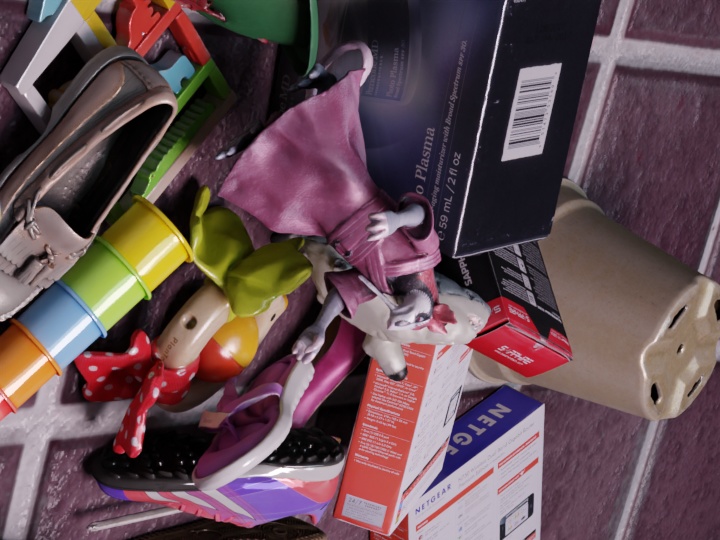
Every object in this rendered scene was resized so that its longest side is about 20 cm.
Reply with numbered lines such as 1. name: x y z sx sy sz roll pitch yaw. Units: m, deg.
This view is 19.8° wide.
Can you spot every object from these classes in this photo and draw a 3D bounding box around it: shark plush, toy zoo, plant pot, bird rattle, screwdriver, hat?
1. shark plush: 0.000 0.000 1.543 0.083 0.199 0.091 -52 167 -40
2. toy zoo: -0.164 -0.131 1.373 0.132 0.020 0.200 -52 143 -17
3. plant pot: 0.218 0.041 1.838 0.200 0.183 0.202 -30 133 -39
4. bird rattle: -0.110 0.053 1.493 0.201 0.112 0.163 -59 161 -4
5. screwdriver: -0.135 0.186 1.579 0.199 0.028 0.029 -13 88 -52
6. hat: -0.131 -0.197 1.332 0.174 0.167 0.201 -15 148 -11

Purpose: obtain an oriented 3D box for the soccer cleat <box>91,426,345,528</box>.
1. soccer cleat: -0.107 0.163 1.542 0.198 0.068 0.074 -2 119 -28

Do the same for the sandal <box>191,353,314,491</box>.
1. sandal: -0.087 0.102 1.494 0.082 0.050 0.203 -34 -171 17

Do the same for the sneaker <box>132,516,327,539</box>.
1. sneaker: -0.113 0.258 1.627 0.199 0.070 0.110 -5 109 -44

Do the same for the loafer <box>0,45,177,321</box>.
1. loafer: -0.189 -0.048 1.325 0.072 0.063 0.201 24 102 -51

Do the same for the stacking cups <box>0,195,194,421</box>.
1. stacking cups: -0.201 0.037 1.373 0.200 0.060 0.061 -44 141 -16

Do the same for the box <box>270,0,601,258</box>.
1. box: 0.047 -0.140 1.490 0.123 0.198 0.202 -12 120 -46

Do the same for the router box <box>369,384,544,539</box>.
1. router box: 0.091 0.230 1.901 0.199 0.049 0.181 -31 133 -39

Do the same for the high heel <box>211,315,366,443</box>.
1. high heel: -0.048 0.064 1.630 0.095 0.067 0.202 20 83 -16

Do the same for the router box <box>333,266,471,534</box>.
1. router box: 0.045 0.099 1.685 0.200 0.048 0.181 -33 139 -73

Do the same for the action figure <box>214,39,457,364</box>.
1. action figure: -0.004 -0.033 1.422 0.134 0.200 0.149 -37 -171 36

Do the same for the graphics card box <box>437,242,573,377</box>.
1. graphics card box: 0.100 -0.023 1.654 0.051 0.202 0.125 -25 154 23
